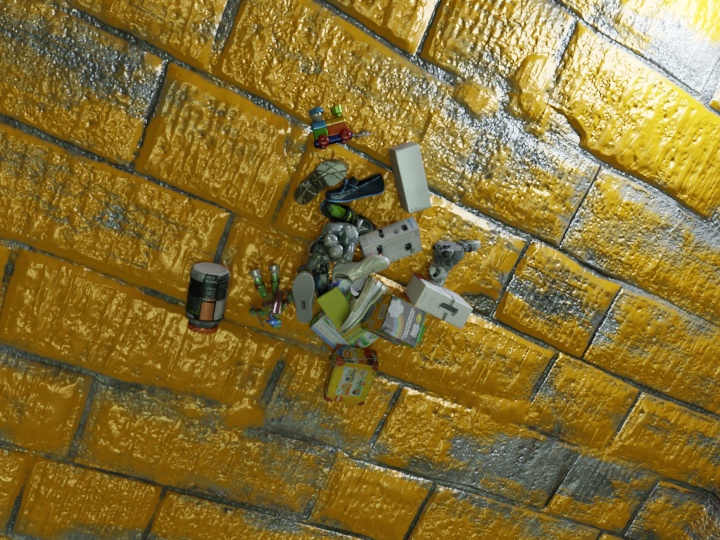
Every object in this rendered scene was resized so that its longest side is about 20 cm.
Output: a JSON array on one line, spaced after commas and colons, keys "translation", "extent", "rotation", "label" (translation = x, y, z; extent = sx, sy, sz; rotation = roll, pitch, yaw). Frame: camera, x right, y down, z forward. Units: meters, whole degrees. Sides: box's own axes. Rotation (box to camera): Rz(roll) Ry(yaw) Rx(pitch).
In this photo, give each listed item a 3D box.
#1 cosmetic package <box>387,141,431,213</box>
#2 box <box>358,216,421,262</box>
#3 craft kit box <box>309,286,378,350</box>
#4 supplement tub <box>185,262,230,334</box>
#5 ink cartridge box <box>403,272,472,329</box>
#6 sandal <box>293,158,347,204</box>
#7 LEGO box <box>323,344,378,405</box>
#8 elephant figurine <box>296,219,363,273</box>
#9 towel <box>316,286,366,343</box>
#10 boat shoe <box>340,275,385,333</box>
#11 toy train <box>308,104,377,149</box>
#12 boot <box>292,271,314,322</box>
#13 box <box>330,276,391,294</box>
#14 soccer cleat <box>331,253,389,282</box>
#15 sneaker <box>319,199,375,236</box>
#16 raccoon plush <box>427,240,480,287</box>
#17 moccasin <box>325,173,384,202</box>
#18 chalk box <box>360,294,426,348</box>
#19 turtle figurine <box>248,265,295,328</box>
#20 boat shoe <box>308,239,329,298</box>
[{"translation": [0.154, -0.295, 1.654], "extent": [0.083, 0.108, 0.204], "rotation": [-16, 110, -5], "label": "cosmetic package"}, {"translation": [0.096, -0.086, 1.705], "extent": [0.196, 0.061, 0.118], "rotation": [-22, 140, -4], "label": "box"}, {"translation": [-0.037, 0.185, 1.772], "extent": [0.196, 0.049, 0.200], "rotation": [-38, 113, 18], "label": "craft kit box"}, {"translation": [-0.482, 0.087, 1.640], "extent": [0.120, 0.123, 0.204], "rotation": [10, 105, -13], "label": "supplement tub"}, {"translation": [0.263, 0.102, 1.774], "extent": [0.197, 0.144, 0.085], "rotation": [27, 100, -17], "label": "ink cartridge box"}, {"translation": [-0.128, -0.282, 1.637], "extent": [0.198, 0.054, 0.081], "rotation": [-35, 104, 17], "label": "sandal"}, {"translation": [-0.036, 0.365, 1.803], "extent": [0.146, 0.078, 0.203], "rotation": [10, 123, -13], "label": "LEGO box"}, {"translation": [-0.098, -0.070, 1.634], "extent": [0.152, 0.199, 0.145], "rotation": [8, 70, -27], "label": "elephant figurine"}, {"translation": [-0.058, 0.147, 1.720], "extent": [0.085, 0.018, 0.201], "rotation": [-32, 114, 6], "label": "towel"}, {"translation": [-0.006, 0.107, 1.675], "extent": [0.068, 0.075, 0.201], "rotation": [39, 90, -9], "label": "boat shoe"}, {"translation": [-0.056, -0.449, 1.587], "extent": [0.196, 0.085, 0.118], "rotation": [-16, 96, -6], "label": "toy train"}, {"translation": [-0.182, 0.065, 1.683], "extent": [0.072, 0.096, 0.203], "rotation": [3, 127, -5], "label": "boot"}, {"translation": [-0.006, 0.067, 1.769], "extent": [0.198, 0.042, 0.120], "rotation": [31, 100, -16], "label": "box"}, {"translation": [0.000, 0.000, 1.658], "extent": [0.196, 0.079, 0.070], "rotation": [-8, 139, 23], "label": "soccer cleat"}, {"translation": [-0.040, -0.162, 1.667], "extent": [0.197, 0.083, 0.072], "rotation": [28, 90, -18], "label": "sneaker"}, {"translation": [0.319, -0.021, 1.781], "extent": [0.195, 0.097, 0.137], "rotation": [-2, 115, -10], "label": "raccoon plush"}, {"translation": [-0.021, -0.267, 1.651], "extent": [0.196, 0.080, 0.069], "rotation": [-17, 120, -20], "label": "moccasin"}, {"translation": [0.125, 0.172, 1.712], "extent": [0.198, 0.123, 0.127], "rotation": [29, 74, -28], "label": "chalk box"}, {"translation": [-0.295, 0.090, 1.703], "extent": [0.141, 0.200, 0.198], "rotation": [-12, 89, 17], "label": "turtle figurine"}, {"translation": [-0.130, 0.001, 1.715], "extent": [0.067, 0.057, 0.204], "rotation": [-9, 107, -8], "label": "boat shoe"}]
